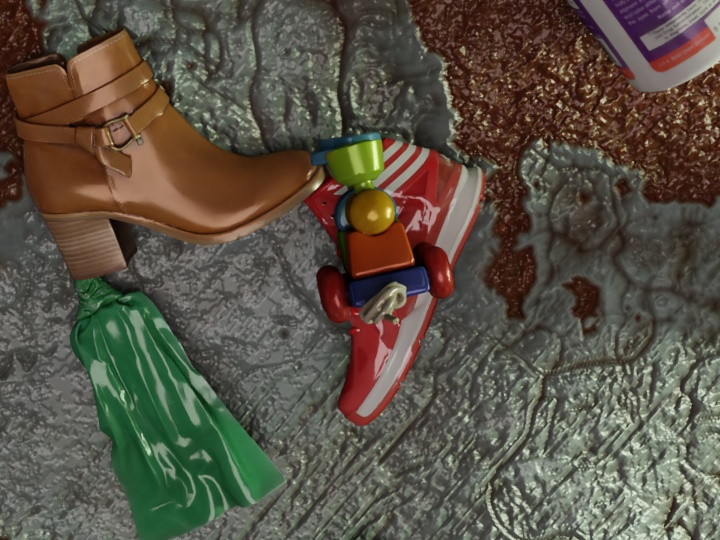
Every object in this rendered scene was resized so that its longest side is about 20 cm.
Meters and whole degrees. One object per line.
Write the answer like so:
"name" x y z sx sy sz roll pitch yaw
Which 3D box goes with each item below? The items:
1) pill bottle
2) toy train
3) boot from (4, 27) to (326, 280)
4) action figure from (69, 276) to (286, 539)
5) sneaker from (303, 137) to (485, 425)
"pill bottle" 0.169 -0.226 1.322 0.111 0.112 0.200 -37 110 7
"toy train" 0.007 -0.031 1.275 0.084 0.200 0.117 -13 93 -2
"boot" -0.134 -0.092 1.359 0.198 0.074 0.156 -18 107 -3
"action figure" -0.149 0.087 1.429 0.117 0.055 0.201 -26 104 5
"sneaker" 0.000 0.000 1.414 0.115 0.078 0.201 24 94 -5
